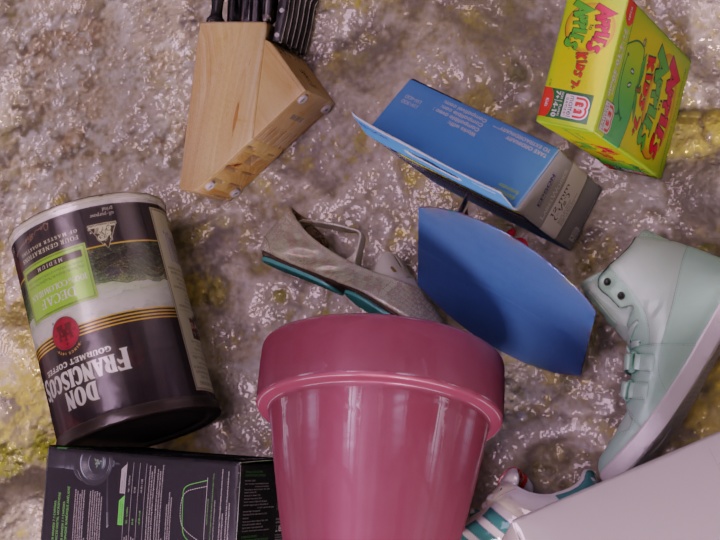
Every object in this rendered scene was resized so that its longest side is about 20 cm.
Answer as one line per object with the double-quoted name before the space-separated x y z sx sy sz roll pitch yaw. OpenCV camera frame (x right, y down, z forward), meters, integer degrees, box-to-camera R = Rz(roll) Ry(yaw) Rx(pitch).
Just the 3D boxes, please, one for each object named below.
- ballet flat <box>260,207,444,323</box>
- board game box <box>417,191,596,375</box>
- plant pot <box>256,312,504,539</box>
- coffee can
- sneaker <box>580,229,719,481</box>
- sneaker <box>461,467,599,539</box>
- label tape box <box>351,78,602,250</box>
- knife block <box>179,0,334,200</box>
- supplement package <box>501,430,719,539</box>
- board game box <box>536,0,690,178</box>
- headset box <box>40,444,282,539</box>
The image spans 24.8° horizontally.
"ballet flat" 0.000 0.000 1.408 0.200 0.067 0.062 26 85 24
"board game box" 0.121 0.006 1.299 0.158 0.200 0.039 30 68 16
"plant pot" 0.012 0.150 1.285 0.200 0.200 0.179 -7 64 23
"coffee can" -0.219 0.050 1.454 0.146 0.146 0.200 -22 74 20
"sneaker" 0.213 0.066 1.296 0.118 0.074 0.201 30 86 18
"sneaker" 0.111 0.212 1.333 0.199 0.070 0.094 -13 71 20
"label tape box" 0.096 -0.091 1.300 0.143 0.200 0.066 29 89 25
"knife block" -0.115 -0.187 1.483 0.200 0.064 0.176 -42 69 14
"supplement package" 0.219 0.208 1.211 0.200 0.121 0.120 -22 74 -7
"board game box" 0.198 -0.140 1.260 0.048 0.200 0.102 14 89 25
"headset box" -0.150 0.199 1.389 0.200 0.174 0.093 1 84 26
